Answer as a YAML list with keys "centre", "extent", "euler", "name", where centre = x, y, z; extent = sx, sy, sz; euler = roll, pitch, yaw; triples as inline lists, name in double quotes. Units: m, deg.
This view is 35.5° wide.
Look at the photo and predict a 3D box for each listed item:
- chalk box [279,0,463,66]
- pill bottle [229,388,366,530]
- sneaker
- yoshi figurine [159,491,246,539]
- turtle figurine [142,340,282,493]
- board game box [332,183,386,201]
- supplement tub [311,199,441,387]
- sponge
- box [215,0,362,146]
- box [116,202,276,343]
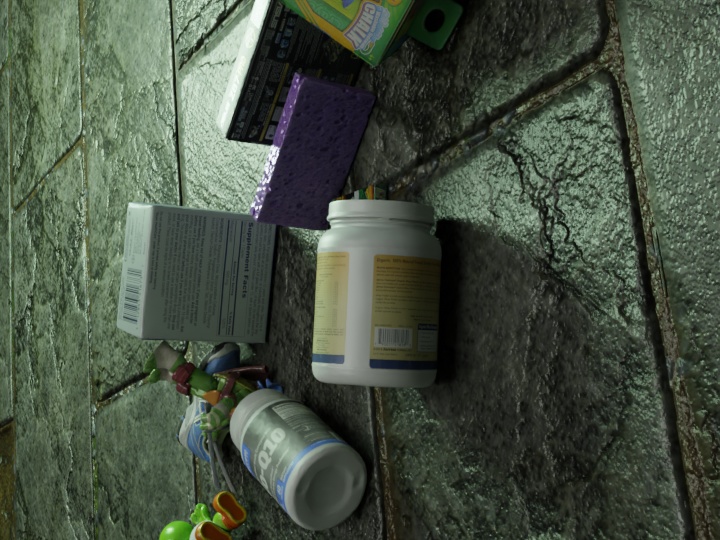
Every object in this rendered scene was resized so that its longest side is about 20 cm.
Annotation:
- centre: [0.021, -0.328, 1.297]
  extent: [0.199, 0.124, 0.125]
  euler: [34, 125, 4]
  name: "chalk box"
- centre: [-0.086, 0.234, 1.437]
  extent: [0.199, 0.112, 0.115]
  euler: [32, 112, 54]
  name: "pill bottle"
- centre: [-0.211, 0.197, 1.690]
  extent: [0.077, 0.075, 0.202]
  euler: [36, 121, 34]
  name: "sneaker"
- centre: [-0.247, 0.398, 1.673]
  extent: [0.200, 0.111, 0.113]
  euler: [-53, 45, 48]
  name: "yoshi figurine"
- centre: [-0.225, 0.203, 1.581]
  extent: [0.193, 0.144, 0.202]
  euler: [32, 103, 9]
  name: "turtle figurine"
- centre: [0.000, 0.000, 1.418]
  extent: [0.104, 0.023, 0.203]
  euler: [-15, 74, 53]
  name: "board game box"
- centre: [0.019, 0.027, 1.272]
  extent: [0.144, 0.143, 0.203]
  euler: [-2, 84, 57]
  name: "supplement tub"
- centre: [-0.063, -0.149, 1.451]
  extent: [0.030, 0.110, 0.202]
  euler: [51, 127, 49]
  name: "sponge"
- centre: [-0.083, -0.256, 1.451]
  extent: [0.049, 0.159, 0.202]
  euler: [53, 130, 46]
  name: "box"
- centre: [-0.234, 0.004, 1.617]
  extent: [0.104, 0.198, 0.187]
  euler: [9, 93, 58]
  name: "box"
